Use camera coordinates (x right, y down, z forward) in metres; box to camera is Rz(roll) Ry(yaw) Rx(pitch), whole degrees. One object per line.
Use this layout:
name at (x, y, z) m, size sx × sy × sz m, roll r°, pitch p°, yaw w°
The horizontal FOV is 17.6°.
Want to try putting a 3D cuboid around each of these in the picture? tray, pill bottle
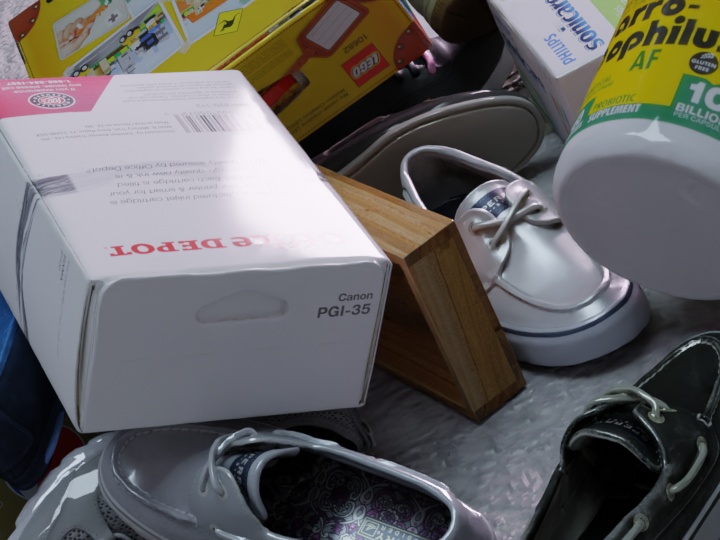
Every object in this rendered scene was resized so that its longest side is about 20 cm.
tray at (0.000, 0.000, 1.177) m, size 0.037 × 0.099 × 0.200 m, roll -36°, pitch 30°, yaw -19°
pill bottle at (0.173, -0.096, 1.095) m, size 0.112 × 0.113 × 0.201 m, roll -2°, pitch 49°, yaw 38°

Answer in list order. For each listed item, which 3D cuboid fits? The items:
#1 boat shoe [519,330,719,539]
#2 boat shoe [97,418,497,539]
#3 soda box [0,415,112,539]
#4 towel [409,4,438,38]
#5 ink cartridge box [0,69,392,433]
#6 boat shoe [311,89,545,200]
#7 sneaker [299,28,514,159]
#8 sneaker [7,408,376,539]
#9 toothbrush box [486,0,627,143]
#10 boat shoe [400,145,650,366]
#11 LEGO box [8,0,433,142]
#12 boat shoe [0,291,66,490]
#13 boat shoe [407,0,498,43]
boat shoe at (0.119, 0.084, 0.976) m, size 0.070 × 0.064 × 0.200 m, roll -5°, pitch 36°, yaw 35°
boat shoe at (-0.036, 0.100, 1.022) m, size 0.199 × 0.069 × 0.072 m, roll 20°, pitch 68°, yaw 28°
soda box at (-0.197, 0.101, 1.218) m, size 0.199 × 0.064 × 0.068 m, roll -30°, pitch 30°, yaw -5°
towel at (0.012, -0.140, 1.473) m, size 0.199 × 0.023 × 0.153 m, roll -30°, pitch 28°, yaw -4°
ink cartridge box at (-0.093, -0.014, 1.091) m, size 0.146 × 0.083 × 0.200 m, roll -4°, pitch 31°, yaw -24°
boat shoe at (0.005, -0.053, 1.293) m, size 0.199 × 0.067 × 0.057 m, roll -28°, pitch 33°, yaw 7°
sneaker at (-0.004, -0.110, 1.348) m, size 0.199 × 0.099 × 0.071 m, roll -32°, pitch 38°, yaw -5°
sneaker at (-0.083, 0.109, 1.098) m, size 0.200 × 0.075 × 0.082 m, roll -38°, pitch 37°, yaw -11°
toothbrush box at (0.186, -0.143, 1.264) m, size 0.199 × 0.086 × 0.146 m, roll -27°, pitch 29°, yaw -1°
boat shoe at (0.071, -0.012, 1.170) m, size 0.073 × 0.066 × 0.200 m, roll -36°, pitch 29°, yaw -15°
LEGO box at (-0.081, -0.130, 1.283) m, size 0.199 × 0.077 × 0.149 m, roll -34°, pitch 46°, yaw 8°
boat shoe at (-0.169, 0.038, 1.165) m, size 0.084 × 0.069 × 0.200 m, roll -23°, pitch 27°, yaw 26°
boat shoe at (0.100, -0.195, 1.381) m, size 0.199 × 0.074 × 0.063 m, roll -23°, pitch 56°, yaw -42°
